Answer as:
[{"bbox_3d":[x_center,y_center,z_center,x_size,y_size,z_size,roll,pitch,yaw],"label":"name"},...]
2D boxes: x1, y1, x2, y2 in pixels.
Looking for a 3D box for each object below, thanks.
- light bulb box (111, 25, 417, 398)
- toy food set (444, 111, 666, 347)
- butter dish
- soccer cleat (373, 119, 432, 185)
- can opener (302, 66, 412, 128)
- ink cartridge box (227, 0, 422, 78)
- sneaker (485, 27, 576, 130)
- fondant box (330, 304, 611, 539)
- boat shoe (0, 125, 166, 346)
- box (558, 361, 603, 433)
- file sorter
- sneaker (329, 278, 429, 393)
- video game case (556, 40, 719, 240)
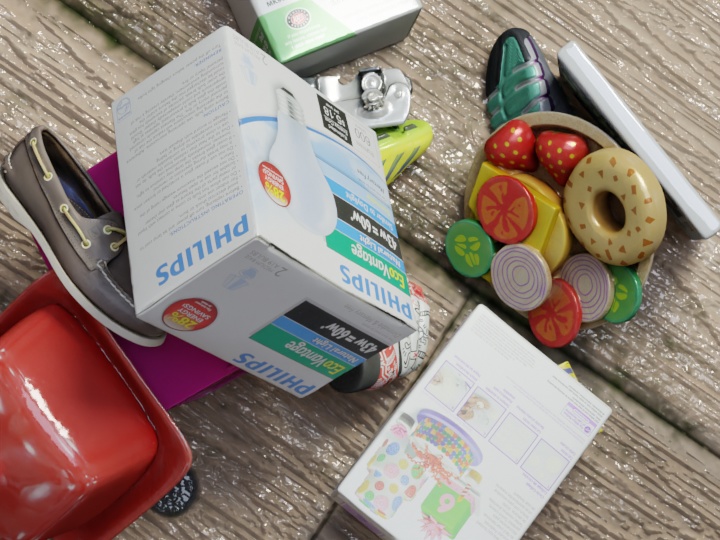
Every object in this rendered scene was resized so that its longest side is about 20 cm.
[{"bbox_3d":[-0.074,-0.041,1.360,0.124,0.198,0.201,-31,52,26],"label":"light bulb box"},{"bbox_3d":[0.167,-0.036,1.532,0.199,0.199,0.049,33,33,26],"label":"toy food set"},{"bbox_3d":[-0.267,0.136,1.400,0.200,0.200,0.148,54,38,5],"label":"butter dish"},{"bbox_3d":[-0.016,-0.068,1.575,0.199,0.065,0.084,-33,114,-18],"label":"soccer cleat"},{"bbox_3d":[-0.050,-0.141,1.580,0.198,0.067,0.053,-7,77,-1],"label":"can opener"},{"bbox_3d":[-0.054,-0.285,1.592,0.145,0.084,0.201,-23,82,-13],"label":"ink cartridge box"},{"bbox_3d":[0.176,-0.123,1.614,0.087,0.074,0.202,-7,79,-35],"label":"sneaker"},{"bbox_3d":[0.091,0.151,1.471,0.144,0.058,0.200,39,75,0],"label":"fondant box"},{"bbox_3d":[-0.210,-0.028,1.393,0.200,0.072,0.060,49,113,17],"label":"boat shoe"},{"bbox_3d":[0.103,0.155,1.534,0.199,0.064,0.070,-26,83,-13],"label":"box"},{"bbox_3d":[-0.156,0.004,1.478,0.138,0.125,0.201,-30,83,22],"label":"file sorter"},{"bbox_3d":[-0.001,0.001,1.529,0.108,0.067,0.203,-8,84,-52],"label":"sneaker"},{"bbox_3d":[0.241,-0.109,1.553,0.023,0.182,0.200,-38,86,6],"label":"video game case"}]
